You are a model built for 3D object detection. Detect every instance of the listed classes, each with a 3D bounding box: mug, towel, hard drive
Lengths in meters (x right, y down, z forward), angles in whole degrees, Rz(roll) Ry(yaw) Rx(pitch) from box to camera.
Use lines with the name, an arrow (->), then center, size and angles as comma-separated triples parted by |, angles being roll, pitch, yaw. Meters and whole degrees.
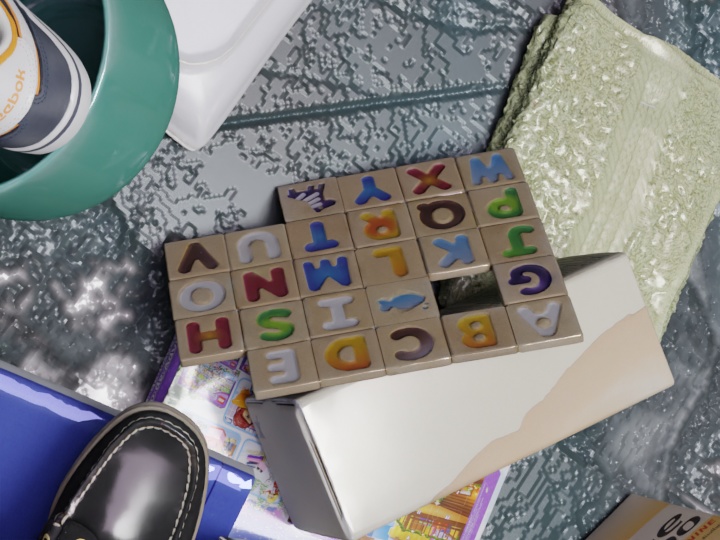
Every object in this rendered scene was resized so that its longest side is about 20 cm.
mug -> -0.181, -0.096, 1.069 | 0.185, 0.114, 0.152 | -18, 78, 18
towel -> 0.136, -0.043, 1.230 | 0.148, 0.036, 0.200 | 27, 81, -17
hard drive -> -0.172, 0.122, 1.093 | 0.200, 0.025, 0.132 | 24, 100, -12

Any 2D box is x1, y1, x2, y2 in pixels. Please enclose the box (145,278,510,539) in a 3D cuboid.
box -> -0.024, 0.106, 1.169 | 0.200, 0.039, 0.137 | 27, 80, -17

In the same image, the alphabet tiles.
alphabet tiles -> 0.000, 0.000, 1.120 | 0.200, 0.167, 0.008 | -10, 129, -4

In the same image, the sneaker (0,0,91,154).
sneaker -> -0.212, -0.130, 0.982 | 0.200, 0.079, 0.078 | 37, 98, 21

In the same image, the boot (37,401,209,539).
boot -> -0.130, 0.164, 0.986 | 0.073, 0.151, 0.200 | 32, 95, -8

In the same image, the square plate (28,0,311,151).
square plate -> -0.101, -0.201, 1.151 | 0.198, 0.028, 0.200 | 40, 77, -15

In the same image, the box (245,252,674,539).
box -> 0.051, 0.063, 1.127 | 0.200, 0.095, 0.078 | -24, 96, -18

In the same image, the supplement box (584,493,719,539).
supplement box -> 0.171, 0.197, 1.152 | 0.126, 0.200, 0.074 | -42, 106, -16

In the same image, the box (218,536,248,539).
box -> -0.096, 0.226, 1.083 | 0.035, 0.110, 0.200 | 37, 92, 21
